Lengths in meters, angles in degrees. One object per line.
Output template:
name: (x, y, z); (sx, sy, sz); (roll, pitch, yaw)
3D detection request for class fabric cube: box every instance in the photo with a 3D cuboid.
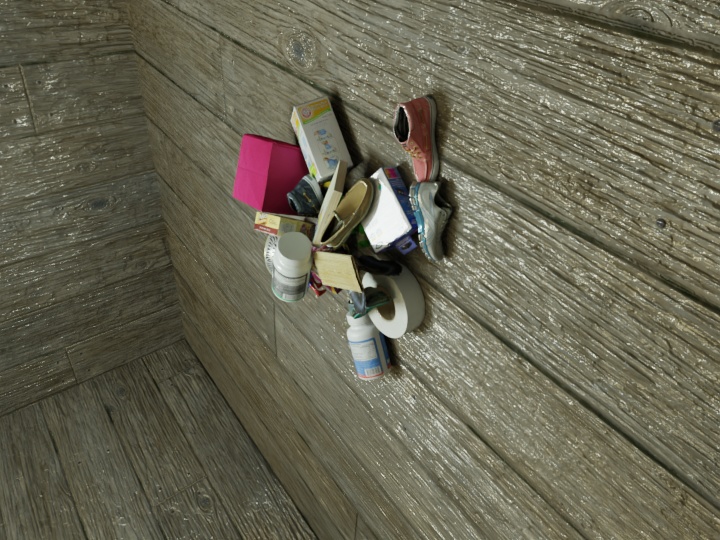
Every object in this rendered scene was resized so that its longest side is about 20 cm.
fabric cube: (-0.244, -0.285, 1.617); (0.198, 0.193, 0.205); (26, 108, 49)

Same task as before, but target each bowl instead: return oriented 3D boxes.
bowl: (-0.218, -0.063, 1.789); (0.093, 0.200, 0.205); (15, 122, 34)

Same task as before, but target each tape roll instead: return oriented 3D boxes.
tape roll: (0.089, 0.080, 1.493); (0.201, 0.070, 0.206); (36, 137, 42)

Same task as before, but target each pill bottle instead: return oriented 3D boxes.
pill bottle: (-0.190, -0.009, 1.499); (0.114, 0.112, 0.202); (53, 151, 23)
pill bottle: (0.021, 0.220, 1.644); (0.111, 0.111, 0.205); (2, 110, 56)

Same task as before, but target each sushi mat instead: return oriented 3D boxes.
sushi mat: (-0.061, 0.000, 1.372); (0.198, 0.012, 0.098); (9, 121, 56)

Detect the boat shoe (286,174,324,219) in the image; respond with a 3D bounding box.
boat shoe: (-0.147, -0.180, 1.546); (0.071, 0.091, 0.202); (40, 165, 35)

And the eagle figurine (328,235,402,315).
eagle figurine: (-0.004, 0.002, 1.412); (0.199, 0.150, 0.153); (42, 135, 15)

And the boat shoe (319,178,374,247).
boat shoe: (-0.037, -0.139, 1.334); (0.072, 0.075, 0.202); (43, 117, 27)

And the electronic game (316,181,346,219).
electronic game: (-0.088, -0.185, 1.634); (0.199, 0.041, 0.204); (34, 135, 43)

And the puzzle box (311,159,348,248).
puzzle box: (-0.082, -0.174, 1.422); (0.135, 0.025, 0.202); (-84, 15, -44)

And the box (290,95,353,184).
box: (-0.109, -0.354, 1.481); (0.112, 0.099, 0.204); (168, 82, -77)

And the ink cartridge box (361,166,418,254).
ink cartridge box: (0.071, -0.137, 1.351); (0.136, 0.076, 0.203); (-33, 78, 39)

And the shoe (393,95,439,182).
shoe: (0.121, -0.280, 1.203); (0.071, 0.090, 0.204); (28, 131, 46)

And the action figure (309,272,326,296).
action figure: (-0.175, -0.007, 1.641); (0.199, 0.051, 0.066); (42, 155, 26)

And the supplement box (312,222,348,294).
supplement box: (-0.114, -0.041, 1.673); (0.199, 0.103, 0.132); (34, 156, 44)

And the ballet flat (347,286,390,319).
ballet flat: (0.016, 0.081, 1.478); (0.199, 0.073, 0.076); (-33, 81, 57)

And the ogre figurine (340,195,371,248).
ogre figurine: (-0.018, -0.145, 1.497); (0.199, 0.097, 0.122); (38, 142, 43)

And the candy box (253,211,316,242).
candy box: (-0.193, -0.121, 1.551); (0.114, 0.198, 0.057); (18, 96, 42)

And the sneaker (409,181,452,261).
sneaker: (0.176, -0.113, 1.248); (0.085, 0.075, 0.204); (-5, 119, 26)
